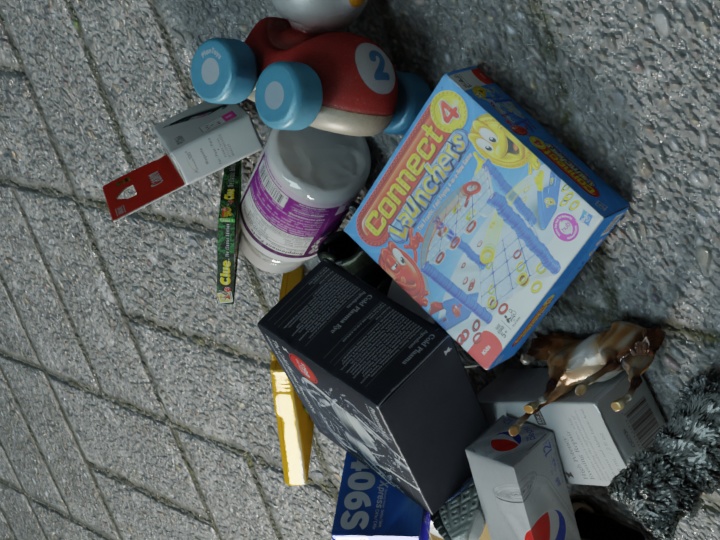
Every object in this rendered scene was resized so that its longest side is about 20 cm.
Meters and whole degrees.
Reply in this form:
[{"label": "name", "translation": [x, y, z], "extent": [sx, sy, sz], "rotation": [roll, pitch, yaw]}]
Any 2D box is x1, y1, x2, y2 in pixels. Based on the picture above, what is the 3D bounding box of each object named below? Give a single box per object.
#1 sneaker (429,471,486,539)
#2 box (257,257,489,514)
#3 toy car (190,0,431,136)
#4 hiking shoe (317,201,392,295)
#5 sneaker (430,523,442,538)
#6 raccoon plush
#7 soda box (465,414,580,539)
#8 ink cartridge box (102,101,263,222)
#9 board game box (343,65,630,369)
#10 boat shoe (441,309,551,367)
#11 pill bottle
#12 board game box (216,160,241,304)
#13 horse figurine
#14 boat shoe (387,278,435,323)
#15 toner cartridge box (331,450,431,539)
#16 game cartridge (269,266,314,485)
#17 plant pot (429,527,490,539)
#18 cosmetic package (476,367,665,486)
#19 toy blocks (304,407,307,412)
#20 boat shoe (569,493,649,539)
[{"label": "sneaker", "translation": [0.130, 0.225, 1.546], "extent": [0.074, 0.200, 0.087], "rotation": [-29, 112, 29]}, {"label": "box", "translation": [0.019, 0.116, 1.471], "extent": [0.182, 0.104, 0.200], "rotation": [30, 157, 39]}, {"label": "toy car", "translation": [-0.030, -0.238, 1.359], "extent": [0.177, 0.184, 0.200], "rotation": [26, 110, 39]}, {"label": "hiking shoe", "translation": [0.000, 0.000, 1.566], "extent": [0.101, 0.076, 0.200], "rotation": [28, 136, 0]}, {"label": "sneaker", "translation": [0.050, 0.273, 1.751], "extent": [0.089, 0.075, 0.200], "rotation": [60, 167, -16]}, {"label": "raccoon plush", "translation": [0.286, 0.140, 1.270], "extent": [0.097, 0.134, 0.200], "rotation": [35, 144, 32]}, {"label": "soda box", "translation": [0.169, 0.247, 1.465], "extent": [0.068, 0.063, 0.200], "rotation": [15, 131, 45]}, {"label": "ink cartridge box", "translation": [-0.204, -0.127, 1.585], "extent": [0.044, 0.174, 0.200], "rotation": [66, 174, -18]}, {"label": "board game box", "translation": [0.110, -0.047, 1.340], "extent": [0.196, 0.056, 0.200], "rotation": [44, 124, 17]}, {"label": "boat shoe", "translation": [0.122, 0.062, 1.486], "extent": [0.074, 0.068, 0.199], "rotation": [56, 149, -1]}, {"label": "pill bottle", "translation": [-0.068, -0.078, 1.571], "extent": [0.112, 0.112, 0.200], "rotation": [49, 149, 10]}, {"label": "board game box", "translation": [-0.147, -0.053, 1.648], "extent": [0.200, 0.023, 0.105], "rotation": [-95, 5, -64]}, {"label": "horse figurine", "translation": [0.213, 0.088, 1.355], "extent": [0.200, 0.133, 0.050], "rotation": [-25, 106, 47]}, {"label": "boat shoe", "translation": [0.085, -0.023, 1.448], "extent": [0.072, 0.069, 0.200], "rotation": [27, 124, 23]}, {"label": "toner cartridge box", "translation": [0.032, 0.208, 1.558], "extent": [0.095, 0.200, 0.043], "rotation": [-1, 138, 13]}, {"label": "game cartridge", "translation": [-0.079, 0.125, 1.744], "extent": [0.032, 0.176, 0.200], "rotation": [-2, 128, 6]}, {"label": "plant pot", "translation": [0.155, 0.328, 1.733], "extent": [0.200, 0.027, 0.200], "rotation": [34, 143, 30]}, {"label": "cosmetic package", "translation": [0.206, 0.154, 1.454], "extent": [0.200, 0.074, 0.102], "rotation": [-11, 111, 56]}, {"label": "toy blocks", "translation": [0.019, 0.146, 1.701], "extent": [0.137, 0.100, 0.200], "rotation": [26, 141, 21]}, {"label": "boat shoe", "translation": [0.227, 0.270, 1.549], "extent": [0.200, 0.074, 0.073], "rotation": [18, 124, 33]}]
